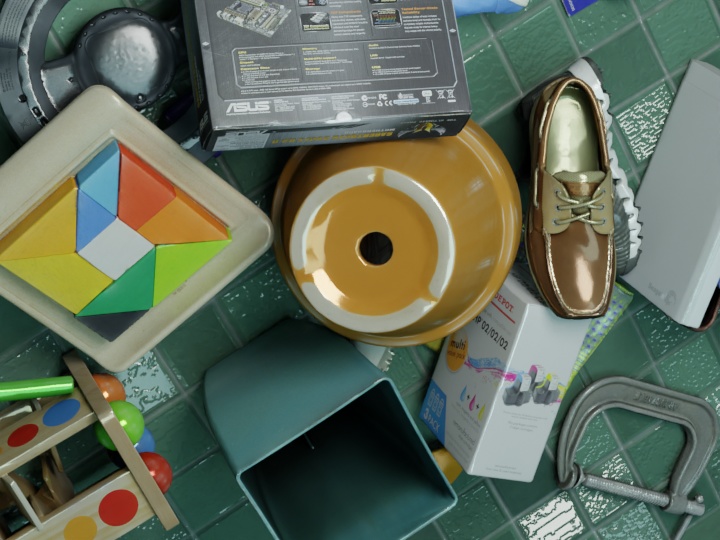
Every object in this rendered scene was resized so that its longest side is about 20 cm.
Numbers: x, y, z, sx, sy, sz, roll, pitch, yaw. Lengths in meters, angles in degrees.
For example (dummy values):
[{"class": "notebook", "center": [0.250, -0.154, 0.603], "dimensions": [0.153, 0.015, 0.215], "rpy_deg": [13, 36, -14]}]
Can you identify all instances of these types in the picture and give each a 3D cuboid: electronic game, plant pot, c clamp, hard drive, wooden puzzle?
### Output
[{"class": "electronic game", "center": [-0.180, -0.161, 1.608], "dimensions": [0.200, 0.042, 0.200], "rpy_deg": [-2, 98, -12]}, {"class": "plant pot", "center": [-0.044, 0.134, 1.725], "dimensions": [0.141, 0.200, 0.141], "rpy_deg": [-33, 121, -7]}, {"class": "c clamp", "center": [0.258, 0.185, 1.976], "dimensions": [0.200, 0.027, 0.171], "rpy_deg": [23, 102, -30]}, {"class": "plant pot", "center": [0.020, -0.028, 1.632], "dimensions": [0.200, 0.183, 0.200], "rpy_deg": [1, 100, 8]}, {"class": "hard drive", "center": [0.287, -0.068, 1.814], "dimensions": [0.026, 0.132, 0.200], "rpy_deg": [12, 107, -28]}, {"class": "wooden puzzle", "center": [-0.192, -0.023, 1.610], "dimensions": [0.185, 0.037, 0.200], "rpy_deg": [-40, 125, 14]}]

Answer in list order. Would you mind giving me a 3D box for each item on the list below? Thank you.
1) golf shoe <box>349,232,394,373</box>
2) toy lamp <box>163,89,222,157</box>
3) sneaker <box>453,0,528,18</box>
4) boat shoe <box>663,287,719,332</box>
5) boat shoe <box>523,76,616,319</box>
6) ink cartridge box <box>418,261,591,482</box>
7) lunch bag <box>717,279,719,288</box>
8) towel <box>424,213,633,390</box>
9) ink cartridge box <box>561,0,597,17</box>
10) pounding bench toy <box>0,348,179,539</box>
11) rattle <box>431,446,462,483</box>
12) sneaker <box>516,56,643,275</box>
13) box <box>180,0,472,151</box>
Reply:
[{"class": "golf shoe", "center": [0.000, 0.000, 1.772], "dimensions": [0.097, 0.078, 0.200], "rpy_deg": [11, 104, -7]}, {"class": "toy lamp", "center": [-0.168, -0.066, 1.670], "dimensions": [0.058, 0.058, 0.200], "rpy_deg": [38, 96, -31]}, {"class": "sneaker", "center": [0.032, -0.201, 1.677], "dimensions": [0.200, 0.077, 0.111], "rpy_deg": [9, 103, -21]}, {"class": "boat shoe", "center": [0.315, -0.043, 1.874], "dimensions": [0.070, 0.070, 0.200], "rpy_deg": [2, 110, -20]}, {"class": "boat shoe", "center": [0.169, -0.061, 1.702], "dimensions": [0.076, 0.074, 0.200], "rpy_deg": [-5, 79, -2]}, {"class": "ink cartridge box", "center": [0.127, 0.063, 1.789], "dimensions": [0.068, 0.115, 0.200], "rpy_deg": [11, 107, -26]}, {"class": "lunch bag", "center": [0.387, -0.023, 1.866], "dimensions": [0.200, 0.076, 0.160], "rpy_deg": [22, 99, -57]}, {"class": "towel", "center": [0.138, 0.034, 1.861], "dimensions": [0.200, 0.023, 0.144], "rpy_deg": [33, 97, -31]}, {"class": "ink cartridge box", "center": [0.247, -0.294, 1.755], "dimensions": [0.200, 0.037, 0.095], "rpy_deg": [-30, 120, -6]}, {"class": "pounding bench toy", "center": [-0.254, 0.134, 1.681], "dimensions": [0.156, 0.124, 0.200], "rpy_deg": [-31, 121, -8]}, {"class": "rattle", "center": [0.058, 0.249, 1.818], "dimensions": [0.143, 0.200, 0.130], "rpy_deg": [-2, 113, -22]}, {"class": "sneaker", "center": [0.181, -0.078, 1.807], "dimensions": [0.090, 0.066, 0.200], "rpy_deg": [-22, 115, -10]}, {"class": "box", "center": [-0.028, -0.174, 1.569], "dimensions": [0.200, 0.048, 0.158], "rpy_deg": [-5, 72, -15]}]
